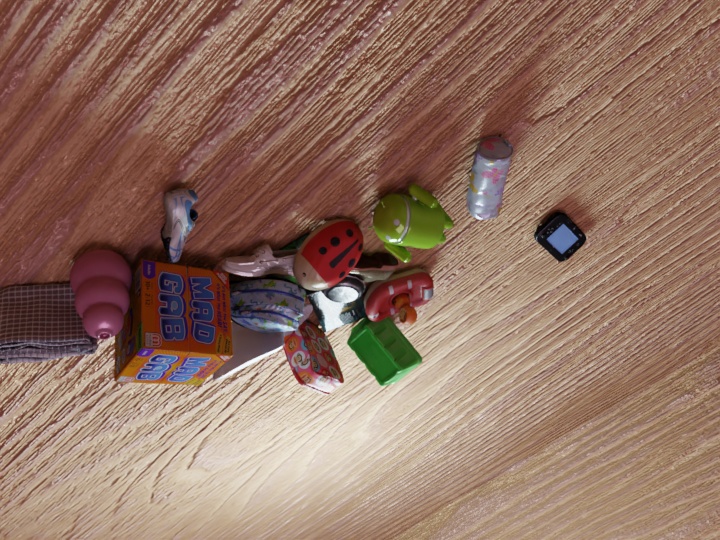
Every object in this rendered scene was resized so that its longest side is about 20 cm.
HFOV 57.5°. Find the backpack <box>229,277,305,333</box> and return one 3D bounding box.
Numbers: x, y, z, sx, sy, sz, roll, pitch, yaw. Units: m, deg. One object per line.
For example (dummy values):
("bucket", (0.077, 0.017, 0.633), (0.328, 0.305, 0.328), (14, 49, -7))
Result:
("backpack", (-0.219, 0.080, 1.537), (0.198, 0.156, 0.163), (-20, 145, 25))

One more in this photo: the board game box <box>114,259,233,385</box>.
("board game box", (-0.418, 0.123, 1.456), (0.198, 0.202, 0.199), (10, 148, -34))

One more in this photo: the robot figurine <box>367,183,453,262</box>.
("robot figurine", (0.115, -0.114, 1.520), (0.198, 0.116, 0.177), (6, 126, -30))

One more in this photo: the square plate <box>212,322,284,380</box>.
("square plate", (-0.272, 0.172, 1.623), (0.198, 0.199, 0.029), (-27, 122, 8))

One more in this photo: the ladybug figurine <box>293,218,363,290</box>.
("ladybug figurine", (-0.065, -0.036, 1.515), (0.200, 0.072, 0.136), (-47, 118, -9))

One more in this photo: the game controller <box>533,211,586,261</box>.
("game controller", (0.555, -0.092, 1.816), (0.104, 0.042, 0.199), (-38, 140, 21))

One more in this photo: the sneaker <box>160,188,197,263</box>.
("sneaker", (-0.375, -0.087, 1.364), (0.072, 0.072, 0.201), (-10, 146, -28))

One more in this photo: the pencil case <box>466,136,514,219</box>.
("pencil case", (0.299, -0.210, 1.517), (0.089, 0.084, 0.201), (-9, 141, -5))

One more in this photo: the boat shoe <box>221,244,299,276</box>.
("boat shoe", (-0.221, -0.028, 1.514), (0.198, 0.071, 0.070), (-2, 113, -25))

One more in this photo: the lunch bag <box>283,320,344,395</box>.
("lunch bag", (-0.121, 0.231, 1.763), (0.082, 0.201, 0.176), (-40, 138, 17))

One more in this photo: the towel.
("towel", (-0.663, 0.107, 1.387), (0.197, 0.167, 0.086), (-3, 134, -22))

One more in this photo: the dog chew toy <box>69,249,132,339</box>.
("dog chew toy", (-0.532, 0.054, 1.351), (0.123, 0.202, 0.125), (-12, 142, -10))

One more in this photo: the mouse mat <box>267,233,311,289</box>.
("mouse mat", (-0.145, -0.005, 1.622), (0.160, 0.008, 0.200), (-29, 141, 11))

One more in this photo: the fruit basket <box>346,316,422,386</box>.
("fruit basket", (0.071, 0.215, 1.873), (0.214, 0.217, 0.155), (19, 129, -40))

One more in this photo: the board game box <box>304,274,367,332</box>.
("board game box", (-0.061, 0.086, 1.749), (0.134, 0.028, 0.201), (-19, 145, -2))

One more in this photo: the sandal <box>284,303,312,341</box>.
("sandal", (-0.210, 0.145, 1.701), (0.206, 0.059, 0.079), (-43, 157, 4))

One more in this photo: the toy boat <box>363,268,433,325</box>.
("toy boat", (0.111, 0.089, 1.752), (0.197, 0.132, 0.131), (-17, 143, -6))

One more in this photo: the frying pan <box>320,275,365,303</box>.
("frying pan", (-0.066, 0.032, 1.616), (0.114, 0.031, 0.190), (-23, 141, 28))

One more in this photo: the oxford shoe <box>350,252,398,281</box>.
("oxford shoe", (0.000, 0.000, 1.636), (0.198, 0.071, 0.075), (3, 129, -28))
